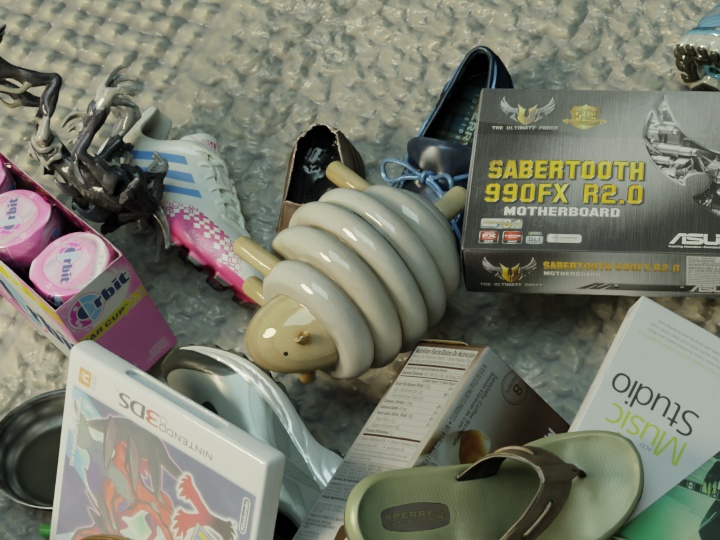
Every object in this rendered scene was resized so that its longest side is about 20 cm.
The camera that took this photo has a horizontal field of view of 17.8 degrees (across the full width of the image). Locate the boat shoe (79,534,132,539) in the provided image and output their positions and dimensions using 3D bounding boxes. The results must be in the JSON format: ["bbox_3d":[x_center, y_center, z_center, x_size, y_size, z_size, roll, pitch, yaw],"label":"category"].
[{"bbox_3d":[-0.141,0.228,1.485,0.200,0.070,0.070,19,22,37],"label":"boat shoe"}]

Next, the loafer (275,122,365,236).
[{"bbox_3d":[-0.036,-0.024,1.681,0.073,0.071,0.200,-8,58,9],"label":"loafer"}]

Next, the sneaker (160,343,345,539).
[{"bbox_3d":[-0.071,0.129,1.569,0.079,0.074,0.200,-35,70,-27],"label":"sneaker"}]

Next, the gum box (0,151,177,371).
[{"bbox_3d":[-0.234,-0.008,1.686,0.066,0.114,0.200,-43,52,-13],"label":"gum box"}]

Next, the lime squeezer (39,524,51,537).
[{"bbox_3d":[-0.131,0.157,1.616,0.200,0.038,0.071,-28,56,-2],"label":"lime squeezer"}]

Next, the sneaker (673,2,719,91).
[{"bbox_3d":[0.332,-0.158,1.668,0.200,0.078,0.090,22,63,25],"label":"sneaker"}]

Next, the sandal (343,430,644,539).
[{"bbox_3d":[0.090,0.146,1.438,0.201,0.057,0.080,-10,73,-19],"label":"sandal"}]

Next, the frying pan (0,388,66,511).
[{"bbox_3d":[-0.179,0.114,1.657,0.190,0.031,0.115,-27,48,-21],"label":"frying pan"}]

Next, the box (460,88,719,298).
[{"bbox_3d":[0.176,-0.055,1.596,0.200,0.048,0.158,2,50,9],"label":"box"}]

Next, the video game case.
[{"bbox_3d":[-0.135,0.170,1.523,0.182,0.200,0.023,27,31,32],"label":"video game case"}]

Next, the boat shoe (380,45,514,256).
[{"bbox_3d":[0.055,-0.079,1.694,0.084,0.069,0.200,7,61,18],"label":"boat shoe"}]

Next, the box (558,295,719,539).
[{"bbox_3d":[0.204,0.135,1.513,0.144,0.036,0.200,28,69,1],"label":"box"}]

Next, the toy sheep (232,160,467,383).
[{"bbox_3d":[0.000,0.000,1.580,0.138,0.138,0.200,36,67,30],"label":"toy sheep"}]

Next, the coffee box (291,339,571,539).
[{"bbox_3d":[0.046,0.159,1.514,0.080,0.114,0.200,2,52,55],"label":"coffee box"}]

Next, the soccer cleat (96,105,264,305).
[{"bbox_3d":[-0.122,-0.055,1.721,0.086,0.070,0.200,-47,58,-5],"label":"soccer cleat"}]

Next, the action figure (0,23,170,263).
[{"bbox_3d":[-0.198,-0.101,1.664,0.200,0.119,0.102,41,73,-3],"label":"action figure"}]
